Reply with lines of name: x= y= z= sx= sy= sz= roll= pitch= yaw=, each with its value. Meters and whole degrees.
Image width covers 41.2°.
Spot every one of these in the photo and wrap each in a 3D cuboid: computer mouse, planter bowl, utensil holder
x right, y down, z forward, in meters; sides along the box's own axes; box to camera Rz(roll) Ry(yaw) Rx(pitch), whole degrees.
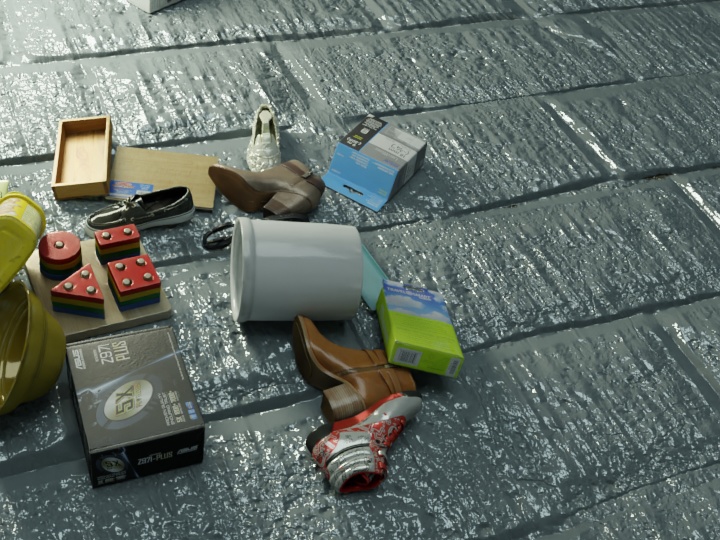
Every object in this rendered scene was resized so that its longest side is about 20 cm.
computer mouse: x=-0.187 y=-0.070 z=1.727 sx=0.197 sy=0.059 sz=0.034 roll=-7 pitch=23 yaw=-14
planter bowl: x=-0.482 y=0.122 z=1.383 sx=0.083 sy=0.201 sz=0.202 roll=19 pitch=34 yaw=-37
utensil holder: x=-0.109 y=0.002 z=1.584 sx=0.197 sy=0.171 sz=0.171 roll=2 pitch=43 yaw=-15

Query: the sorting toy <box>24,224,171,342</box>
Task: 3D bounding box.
sorting toy: x=-0.434 y=0.006 z=1.569 sx=0.196 sy=0.070 sz=0.201 roll=-13 pitch=49 yaw=-25

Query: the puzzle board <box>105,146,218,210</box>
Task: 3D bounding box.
puzzle board: x=-0.372 y=-0.173 z=1.811 sx=0.197 sy=0.018 sz=0.152 roll=5 pitch=45 yaw=-7

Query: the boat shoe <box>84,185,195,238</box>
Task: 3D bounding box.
boat shoe: x=-0.393 y=-0.109 z=1.702 sx=0.197 sy=0.057 sz=0.069 roll=-14 pitch=49 yaw=-19

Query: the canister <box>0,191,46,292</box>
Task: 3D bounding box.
canister: x=-0.555 y=-0.036 z=1.471 sx=0.086 sy=0.149 sz=0.200 roll=40 pitch=-1 yaw=-20

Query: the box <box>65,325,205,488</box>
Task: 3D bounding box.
box: x=-0.329 y=0.192 z=1.388 sx=0.162 sy=0.087 sz=0.201 roll=-9 pitch=47 yaw=-21

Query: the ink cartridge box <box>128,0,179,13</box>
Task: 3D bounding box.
ink cartridge box: x=-0.454 y=-0.718 z=2.266 sx=0.083 sy=0.146 sz=0.200 roll=32 pitch=46 yaw=22

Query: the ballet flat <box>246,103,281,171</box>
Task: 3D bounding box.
ballet flat: x=-0.193 y=-0.262 z=1.912 sx=0.071 sy=0.072 sz=0.202 roll=3 pitch=45 yaw=-11

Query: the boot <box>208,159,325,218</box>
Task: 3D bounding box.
boot: x=-0.170 y=-0.168 z=1.815 sx=0.199 sy=0.071 sz=0.146 roll=37 pitch=49 yaw=11

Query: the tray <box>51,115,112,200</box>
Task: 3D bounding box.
tray: x=-0.519 y=-0.213 z=1.794 sx=0.097 sy=0.037 sz=0.201 roll=-6 pitch=45 yaw=-6

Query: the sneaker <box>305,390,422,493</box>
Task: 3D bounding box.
sneaker: x=0.027 y=0.259 z=1.420 sx=0.199 sy=0.068 sz=0.108 roll=-19 pitch=52 yaw=-25

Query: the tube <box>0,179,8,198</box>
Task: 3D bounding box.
tube: x=-0.638 y=-0.095 z=1.645 sx=0.058 sy=0.052 sz=0.201 roll=34 pitch=20 yaw=-42

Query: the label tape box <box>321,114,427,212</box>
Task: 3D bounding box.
label tape box: x=0.027 y=-0.220 z=1.921 sx=0.143 sy=0.064 sz=0.200 roll=27 pitch=44 yaw=15

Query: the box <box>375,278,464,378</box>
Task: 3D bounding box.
box: x=0.094 y=0.093 z=1.583 sx=0.120 sy=0.048 sz=0.201 roll=14 pitch=26 yaw=-13

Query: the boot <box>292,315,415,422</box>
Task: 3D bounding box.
boot: x=-0.012 y=0.141 z=1.522 sx=0.153 sy=0.077 sz=0.201 roll=-15 pitch=52 yaw=-25

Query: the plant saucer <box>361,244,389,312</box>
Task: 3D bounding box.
plant saucer: x=0.000 y=0.000 z=1.718 sx=0.069 sy=0.019 sz=0.201 roll=-15 pitch=49 yaw=-27
